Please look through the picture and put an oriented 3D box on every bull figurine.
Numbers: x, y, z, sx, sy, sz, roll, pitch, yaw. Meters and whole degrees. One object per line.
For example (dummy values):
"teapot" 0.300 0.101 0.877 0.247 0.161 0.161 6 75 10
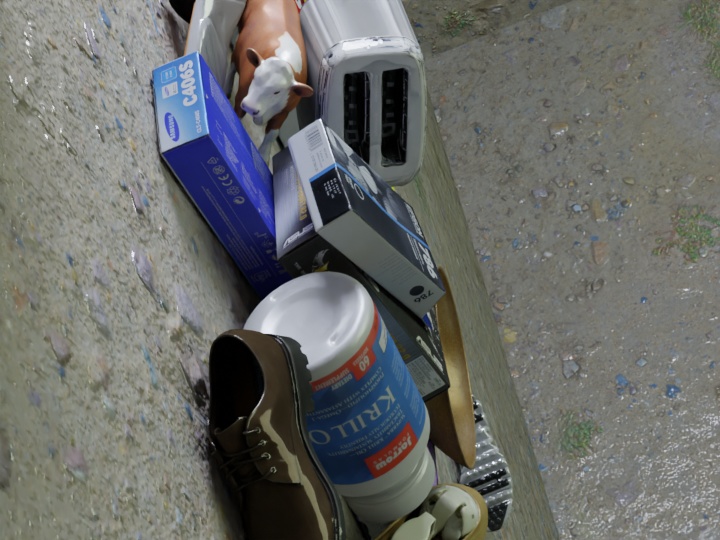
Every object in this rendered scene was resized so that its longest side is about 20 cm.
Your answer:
"bull figurine" -0.084 -0.172 1.210 0.064 0.122 0.201 19 37 -15

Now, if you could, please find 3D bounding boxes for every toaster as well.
"toaster" 0.002 -0.169 1.263 0.130 0.112 0.202 -111 -161 -54

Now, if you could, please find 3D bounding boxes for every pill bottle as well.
"pill bottle" -0.009 0.108 1.092 0.113 0.111 0.201 -99 165 -50

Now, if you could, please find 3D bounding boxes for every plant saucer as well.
"plant saucer" 0.079 0.097 1.352 0.200 0.035 0.203 -10 90 -80

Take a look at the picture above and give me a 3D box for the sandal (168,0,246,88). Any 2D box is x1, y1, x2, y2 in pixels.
"sandal" -0.143 -0.228 1.189 0.079 0.058 0.209 66 30 -56

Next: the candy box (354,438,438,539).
"candy box" 0.007 0.125 1.272 0.168 0.071 0.202 -90 159 -62

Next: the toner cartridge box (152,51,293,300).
"toner cartridge box" -0.105 -0.072 1.113 0.201 0.043 0.096 60 13 -49

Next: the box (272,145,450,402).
"box" 0.000 0.000 1.180 0.201 0.048 0.159 51 18 -31

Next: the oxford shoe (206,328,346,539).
"oxford shoe" -0.066 0.132 0.892 0.084 0.072 0.202 23 44 -55

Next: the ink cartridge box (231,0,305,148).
"ink cartridge box" -0.079 -0.250 1.506 0.177 0.083 0.201 -98 165 -52

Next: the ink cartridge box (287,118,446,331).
"ink cartridge box" 0.016 -0.034 1.129 0.200 0.039 0.100 41 24 -51

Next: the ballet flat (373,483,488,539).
"ballet flat" 0.060 0.222 1.152 0.068 0.064 0.200 34 35 17

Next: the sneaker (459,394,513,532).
"sneaker" 0.169 0.276 1.944 0.081 0.074 0.202 72 4 -62
